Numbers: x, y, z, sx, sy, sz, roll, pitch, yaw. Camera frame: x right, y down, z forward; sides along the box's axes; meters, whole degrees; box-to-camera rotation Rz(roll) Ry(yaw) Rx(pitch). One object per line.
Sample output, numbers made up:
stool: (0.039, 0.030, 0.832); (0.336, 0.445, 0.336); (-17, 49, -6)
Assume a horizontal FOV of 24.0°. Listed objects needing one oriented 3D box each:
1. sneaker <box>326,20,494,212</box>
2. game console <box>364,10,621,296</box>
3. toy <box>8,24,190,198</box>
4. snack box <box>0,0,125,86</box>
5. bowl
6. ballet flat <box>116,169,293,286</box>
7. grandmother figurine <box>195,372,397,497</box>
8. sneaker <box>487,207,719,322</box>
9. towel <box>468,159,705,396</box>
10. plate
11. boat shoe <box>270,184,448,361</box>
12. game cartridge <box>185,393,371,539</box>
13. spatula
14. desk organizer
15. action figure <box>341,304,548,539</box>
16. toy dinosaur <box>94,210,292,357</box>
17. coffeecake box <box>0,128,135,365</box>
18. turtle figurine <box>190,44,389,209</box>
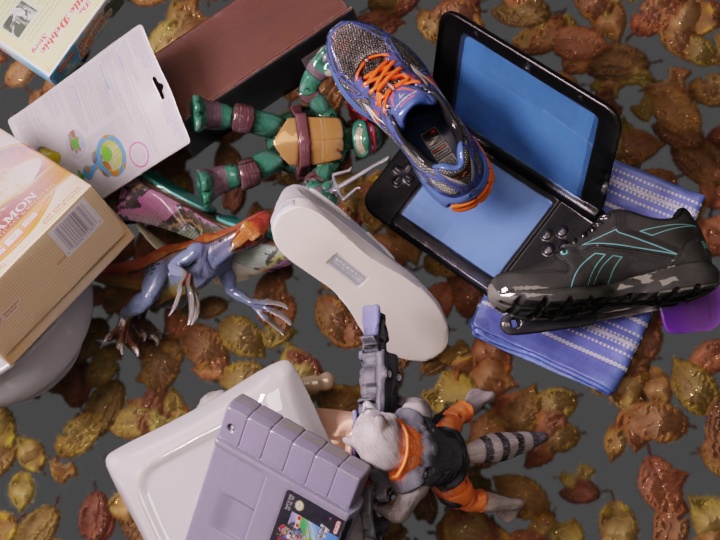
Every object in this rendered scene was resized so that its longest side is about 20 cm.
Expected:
sneaker: (0.042, -0.142, 1.433); (0.075, 0.078, 0.200); (-42, 74, -2)
game console: (0.108, -0.092, 1.463); (0.200, 0.116, 0.176); (36, 85, 27)
toy: (-0.232, -0.130, 1.550); (0.199, 0.047, 0.116); (-27, 84, 34)
snack box: (-0.281, -0.289, 1.642); (0.116, 0.037, 0.200); (34, 84, 17)
bowl: (-0.313, 0.054, 1.516); (0.200, 0.091, 0.202); (-19, 42, 18)
ballet flat: (-0.137, -0.029, 1.542); (0.199, 0.069, 0.072); (23, 99, 19)
grandmother figurine: (-0.054, 0.148, 1.482); (0.199, 0.061, 0.122); (12, 66, 17)
sneaker: (0.199, -0.005, 1.416); (0.199, 0.075, 0.080); (-7, 76, -13)
towel: (0.198, -0.005, 1.488); (0.144, 0.024, 0.201); (24, 82, 15)
plate: (-0.104, 0.208, 1.451); (0.199, 0.032, 0.201); (-28, 84, 14)
boat shoe: (0.000, 0.000, 1.476); (0.200, 0.069, 0.072); (36, 116, -19)
game cartridge: (-0.075, 0.211, 1.372); (0.129, 0.038, 0.201); (30, 122, 17)
spatula: (0.217, 0.035, 1.451); (0.199, 0.021, 0.057); (-8, 82, -4)
desk organizer: (-0.101, -0.202, 1.570); (0.199, 0.072, 0.077); (-33, 70, 1)
action figure: (0.059, 0.124, 1.393); (0.104, 0.193, 0.201); (-11, 80, 38)
toy dinosaur: (-0.156, -0.006, 1.481); (0.200, 0.105, 0.182); (45, 110, 19)
coffeecake box: (-0.314, -0.028, 1.469); (0.154, 0.073, 0.200); (-48, 41, -12)
turtle figurine: (-0.050, -0.116, 1.520); (0.199, 0.101, 0.151); (-7, 78, -10)
